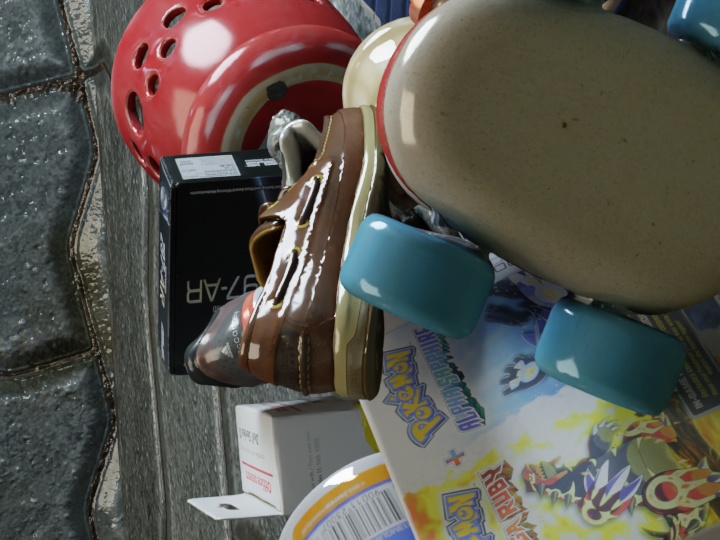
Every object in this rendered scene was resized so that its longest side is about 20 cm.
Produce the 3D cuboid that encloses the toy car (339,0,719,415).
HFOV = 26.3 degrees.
[{"bbox_3d":[0.079,-0.058,0.706,0.200,0.176,0.185,-148,80,-77],"label":"toy car"}]

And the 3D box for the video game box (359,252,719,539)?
[{"bbox_3d":[0.098,0.064,0.705,0.047,0.182,0.200,61,-177,-44],"label":"video game box"}]

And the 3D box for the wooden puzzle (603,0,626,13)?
[{"bbox_3d":[0.100,-0.187,0.859,0.200,0.046,0.186,112,149,-65],"label":"wooden puzzle"}]

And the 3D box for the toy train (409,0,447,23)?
[{"bbox_3d":[0.077,-0.110,0.782,0.150,0.056,0.201,31,146,46],"label":"toy train"}]

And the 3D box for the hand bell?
[{"bbox_3d":[0.031,-0.073,0.891,0.200,0.104,0.105,-77,-11,-67],"label":"hand bell"}]

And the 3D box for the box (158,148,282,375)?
[{"bbox_3d":[-0.046,-0.010,1.114,0.044,0.199,0.161,-119,30,-54],"label":"box"}]

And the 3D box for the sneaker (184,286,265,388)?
[{"bbox_3d":[-0.066,0.039,1.019,0.200,0.082,0.077,-2,-108,-77],"label":"sneaker"}]

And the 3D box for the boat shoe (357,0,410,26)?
[{"bbox_3d":[0.025,-0.215,1.025,0.200,0.072,0.072,42,143,28],"label":"boat shoe"}]

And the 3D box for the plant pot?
[{"bbox_3d":[-0.072,-0.124,1.188,0.182,0.199,0.201,40,134,55],"label":"plant pot"}]

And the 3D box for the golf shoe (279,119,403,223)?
[{"bbox_3d":[0.000,0.000,0.850,0.200,0.077,0.088,57,179,43],"label":"golf shoe"}]

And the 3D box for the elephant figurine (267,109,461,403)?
[{"bbox_3d":[0.022,0.000,1.006,0.200,0.141,0.156,-123,35,-56],"label":"elephant figurine"}]

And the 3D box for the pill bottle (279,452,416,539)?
[{"bbox_3d":[0.044,0.190,0.730,0.200,0.112,0.112,-123,31,-42],"label":"pill bottle"}]

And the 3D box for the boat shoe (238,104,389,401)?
[{"bbox_3d":[-0.020,-0.018,0.749,0.201,0.067,0.072,-86,-4,-51],"label":"boat shoe"}]

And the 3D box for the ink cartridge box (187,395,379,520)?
[{"bbox_3d":[-0.016,0.121,1.056,0.117,0.199,0.068,176,89,-72],"label":"ink cartridge box"}]
